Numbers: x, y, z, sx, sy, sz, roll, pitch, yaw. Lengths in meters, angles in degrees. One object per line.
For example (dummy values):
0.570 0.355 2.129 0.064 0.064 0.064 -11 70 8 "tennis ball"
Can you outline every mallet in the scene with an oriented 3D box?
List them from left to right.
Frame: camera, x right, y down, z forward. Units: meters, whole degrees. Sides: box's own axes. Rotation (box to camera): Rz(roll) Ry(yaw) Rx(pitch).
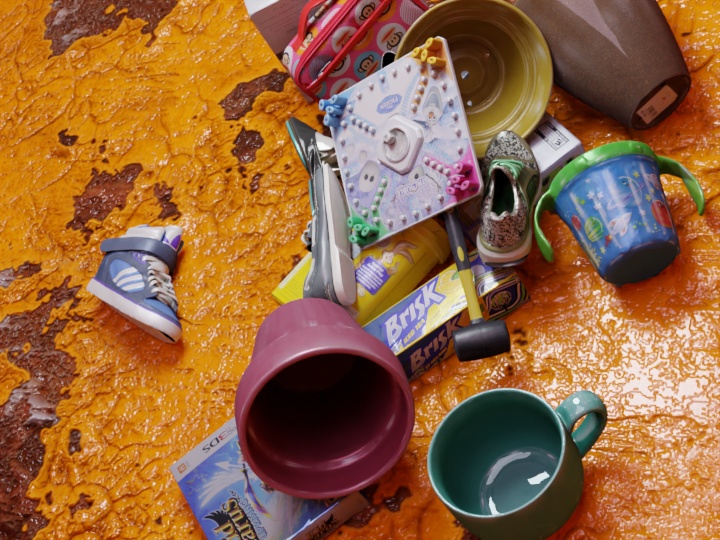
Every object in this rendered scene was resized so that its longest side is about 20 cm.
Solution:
0.114 0.011 1.588 0.066 0.041 0.200 -20 74 1 "mallet"

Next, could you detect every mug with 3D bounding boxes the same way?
0.176 0.216 1.456 0.185 0.114 0.152 -7 55 23 "mug"

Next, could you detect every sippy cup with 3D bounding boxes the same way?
0.302 -0.058 1.579 0.178 0.140 0.131 -35 57 27 "sippy cup"

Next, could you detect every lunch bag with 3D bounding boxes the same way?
-0.006 -0.315 1.862 0.200 0.176 0.082 -49 36 10 "lunch bag"

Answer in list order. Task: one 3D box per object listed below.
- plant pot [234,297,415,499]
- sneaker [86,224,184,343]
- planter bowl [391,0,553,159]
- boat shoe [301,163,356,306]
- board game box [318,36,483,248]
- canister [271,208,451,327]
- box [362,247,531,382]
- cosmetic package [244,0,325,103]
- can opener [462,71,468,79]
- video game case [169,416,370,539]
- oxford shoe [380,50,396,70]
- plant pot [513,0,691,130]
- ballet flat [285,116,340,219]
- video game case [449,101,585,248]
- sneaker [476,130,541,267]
-0.049 0.129 1.556 0.200 0.200 0.179 -30 28 6 "plant pot"
-0.280 0.003 1.870 0.200 0.081 0.147 25 76 44 "sneaker"
0.136 -0.243 1.711 0.200 0.201 0.083 -32 11 4 "planter bowl"
-0.048 -0.043 1.674 0.062 0.073 0.200 -16 58 16 "boat shoe"
0.042 -0.152 1.638 0.200 0.026 0.201 -25 71 38 "board game box"
0.000 0.000 1.721 0.200 0.087 0.148 -47 49 -7 "canister"
0.100 0.054 1.643 0.200 0.064 0.070 -35 48 3 "box"
-0.078 -0.337 1.921 0.101 0.200 0.074 -26 49 10 "cosmetic package"
0.078 -0.236 1.856 0.200 0.063 0.079 -42 26 -1 "can opener"
-0.113 0.256 1.628 0.181 0.045 0.200 -38 49 0 "video game case"
0.058 -0.200 1.758 0.071 0.073 0.200 -25 49 9 "oxford shoe"
0.314 -0.275 1.704 0.187 0.187 0.200 -36 64 1 "plant pot"
-0.047 -0.133 1.858 0.068 0.068 0.200 -19 61 3 "ballet flat"
0.162 -0.148 1.753 0.181 0.045 0.200 -37 48 -2 "video game case"
0.175 -0.103 1.608 0.077 0.089 0.200 -1 50 8 "sneaker"
